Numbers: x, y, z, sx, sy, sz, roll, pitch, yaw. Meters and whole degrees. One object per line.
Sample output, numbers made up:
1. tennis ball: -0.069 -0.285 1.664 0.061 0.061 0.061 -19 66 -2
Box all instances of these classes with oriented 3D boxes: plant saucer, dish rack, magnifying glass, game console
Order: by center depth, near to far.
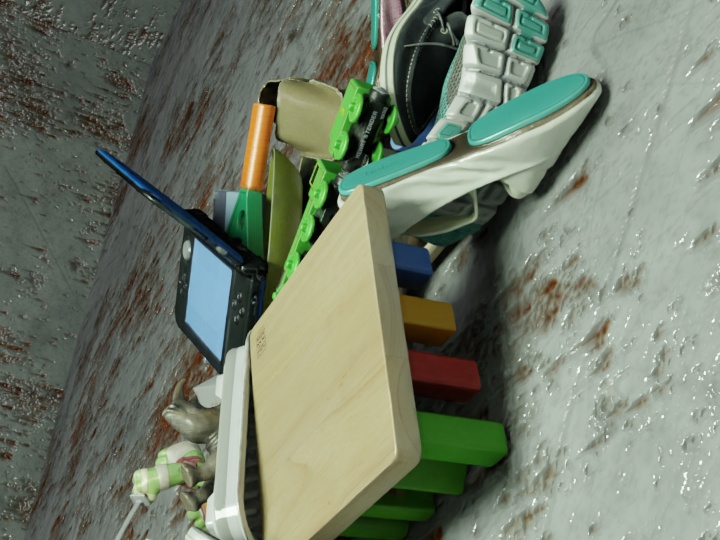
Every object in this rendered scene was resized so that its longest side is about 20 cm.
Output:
1. dish rack: -0.075 0.167 0.910 0.043 0.172 0.201 -15 42 11
2. game console: -0.171 -0.004 1.035 0.200 0.117 0.172 34 118 60
3. magnifying glass: -0.104 -0.054 1.073 0.079 0.022 0.202 16 100 62
4. plant saucer: -0.076 -0.013 1.080 0.200 0.031 0.202 -175 90 -83

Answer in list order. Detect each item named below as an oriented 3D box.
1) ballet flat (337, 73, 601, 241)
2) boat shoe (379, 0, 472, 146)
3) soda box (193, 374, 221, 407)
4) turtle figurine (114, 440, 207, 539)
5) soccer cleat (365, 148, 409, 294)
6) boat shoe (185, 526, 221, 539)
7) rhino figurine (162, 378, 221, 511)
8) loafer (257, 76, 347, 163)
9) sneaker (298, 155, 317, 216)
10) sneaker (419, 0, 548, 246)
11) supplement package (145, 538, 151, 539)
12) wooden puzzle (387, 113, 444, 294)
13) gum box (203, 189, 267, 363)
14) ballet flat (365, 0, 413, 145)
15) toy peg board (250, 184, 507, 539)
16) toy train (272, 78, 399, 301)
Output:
1. ballet flat: 0.081 -0.070 0.798 0.199 0.070 0.070 -23 38 17
2. boat shoe: 0.067 -0.182 0.941 0.062 0.075 0.201 2 48 28
3. soda box: -0.099 0.126 1.114 0.069 0.063 0.200 64 157 -3
4. turtle figurine: -0.169 0.246 1.114 0.202 0.143 0.194 -68 15 -4
5. soccer cleat: 0.000 0.000 0.926 0.077 0.069 0.202 30 109 55
6. boat shoe: -0.078 0.253 0.797 0.074 0.203 0.065 19 54 34
7. rhino figurine: -0.115 0.179 1.011 0.201 0.087 0.060 58 147 25
8. loafer: -0.044 -0.139 1.070 0.200 0.067 0.077 -148 60 -65
9. sneaker: -0.026 -0.060 1.112 0.090 0.066 0.202 127 150 -68
10. sneaker: 0.089 -0.112 0.878 0.091 0.077 0.202 136 155 -85
11. supplement package: -0.075 0.299 0.701 0.192 0.199 0.148 -58 22 32
12. wooden puzzle: 0.035 -0.069 0.995 0.185 0.046 0.201 -52 26 44
13. gum box: -0.124 0.002 1.215 0.200 0.044 0.172 -41 -45 -86
14. ballet flat: 0.035 -0.195 1.061 0.069 0.070 0.202 -106 22 -74
15. toy peg board: 0.008 0.085 0.797 0.200 0.097 0.201 -50 37 45
16. toy train: -0.024 -0.052 0.884 0.056 0.041 0.201 -118 47 -61
